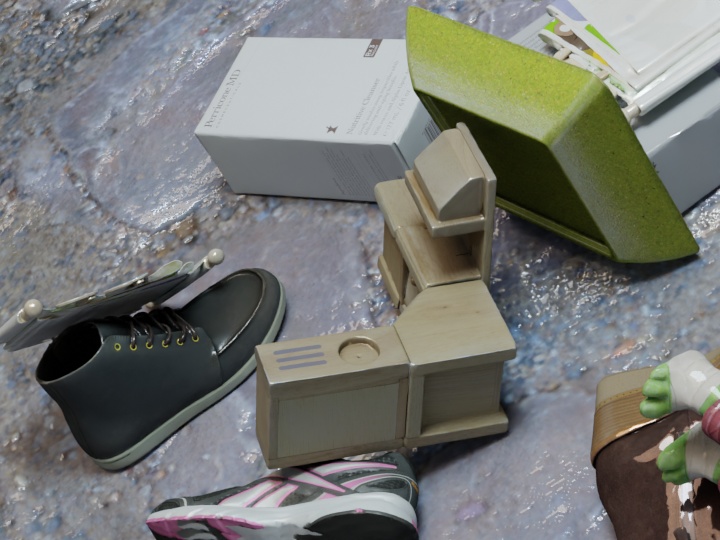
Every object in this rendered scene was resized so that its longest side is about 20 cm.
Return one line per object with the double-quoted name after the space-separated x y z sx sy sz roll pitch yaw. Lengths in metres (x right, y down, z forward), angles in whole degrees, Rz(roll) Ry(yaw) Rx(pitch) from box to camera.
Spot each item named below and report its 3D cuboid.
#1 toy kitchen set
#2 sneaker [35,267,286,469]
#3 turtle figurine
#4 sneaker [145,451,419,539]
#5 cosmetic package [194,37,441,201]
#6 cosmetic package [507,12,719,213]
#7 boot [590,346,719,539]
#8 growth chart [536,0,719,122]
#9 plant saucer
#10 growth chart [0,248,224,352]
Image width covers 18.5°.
0.000 0.000 1.549 0.179 0.164 0.200 -8 40 -13 "toy kitchen set"
-0.146 0.052 1.674 0.200 0.106 0.075 -44 43 -14 "sneaker"
0.231 0.147 1.284 0.194 0.144 0.201 36 98 45 "turtle figurine"
-0.047 0.169 1.542 0.199 0.081 0.087 -3 36 18 "sneaker"
-0.020 -0.122 1.786 0.199 0.081 0.113 4 55 32 "cosmetic package"
0.199 -0.128 1.668 0.101 0.071 0.200 -35 41 -7 "cosmetic package"
0.248 0.126 1.419 0.199 0.072 0.167 -16 56 15 "boot"
0.203 -0.190 1.649 0.144 0.018 0.200 -29 42 1 "growth chart"
0.124 -0.085 1.578 0.200 0.200 0.048 27 71 44 "plant saucer"
-0.195 0.026 1.671 0.199 0.018 0.145 -17 -9 -41 "growth chart"
